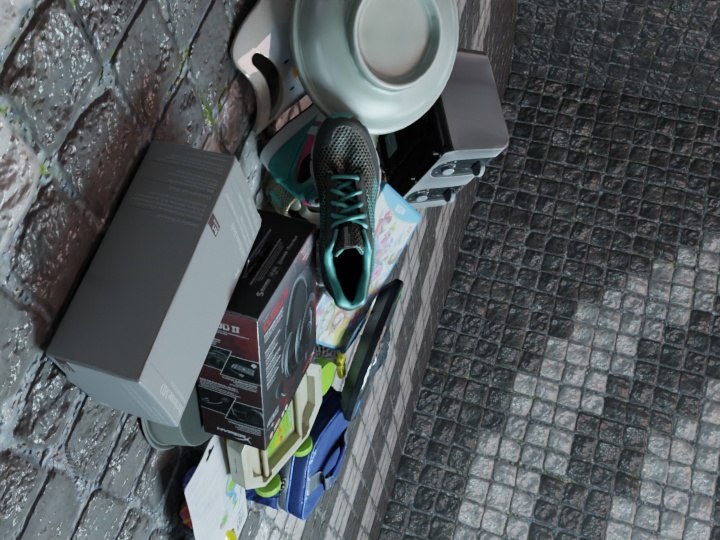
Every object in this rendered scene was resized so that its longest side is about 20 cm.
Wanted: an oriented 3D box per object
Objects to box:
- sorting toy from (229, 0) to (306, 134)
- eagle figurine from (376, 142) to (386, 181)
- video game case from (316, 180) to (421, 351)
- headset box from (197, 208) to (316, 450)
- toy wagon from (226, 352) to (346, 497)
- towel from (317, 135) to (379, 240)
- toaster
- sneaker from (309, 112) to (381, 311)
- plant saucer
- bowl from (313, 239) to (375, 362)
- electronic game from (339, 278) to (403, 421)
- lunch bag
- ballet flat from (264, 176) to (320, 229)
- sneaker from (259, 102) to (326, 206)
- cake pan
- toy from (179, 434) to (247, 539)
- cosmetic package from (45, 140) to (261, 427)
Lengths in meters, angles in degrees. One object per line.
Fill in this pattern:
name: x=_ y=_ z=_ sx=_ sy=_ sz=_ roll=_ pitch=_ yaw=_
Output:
sorting toy: x=-0.066 y=-0.239 z=0.834 sx=0.181 sy=0.106 sz=0.201 roll=-50 pitch=157 yaw=-21
eagle figurine: x=0.044 y=-0.185 z=1.287 sx=0.199 sy=0.150 sz=0.154 roll=-34 pitch=105 yaw=-35
video game case: x=0.000 y=0.000 z=0.963 sx=0.203 sy=0.018 sz=0.143 roll=-61 pitch=155 yaw=1
headset box: x=-0.101 y=0.051 z=0.792 sx=0.150 sy=0.076 sz=0.203 roll=-63 pitch=162 yaw=-48
toy wagon: x=-0.084 y=0.167 z=0.944 sx=0.200 sy=0.039 sz=0.158 roll=-46 pitch=148 yaw=-42
towel: x=-0.021 y=-0.121 z=1.089 sx=0.200 sy=0.036 sz=0.152 roll=-44 pitch=146 yaw=-67
toaster: x=0.103 y=-0.206 z=1.121 sx=0.181 sy=0.116 sz=0.204 roll=137 pitch=-54 yaw=-58
sneaker: x=-0.010 y=-0.052 z=0.793 sx=0.091 sy=0.076 sz=0.204 roll=-110 pitch=-165 yaw=-69
plant saucer: x=0.026 y=-0.237 z=0.788 sx=0.050 sy=0.196 sz=0.205 roll=25 pitch=-74 yaw=58
bowl: x=-0.066 y=0.034 z=1.009 sx=0.201 sy=0.093 sz=0.203 roll=-45 pitch=152 yaw=-32
electronic game: x=0.018 y=0.107 z=1.077 sx=0.200 sy=0.041 sz=0.204 roll=21 pitch=89 yaw=-85
lunch bag: x=-0.086 y=0.242 z=1.095 sx=0.200 sy=0.130 sz=0.139 roll=-49 pitch=150 yaw=-65
ballet flat: x=-0.024 y=-0.072 z=0.969 sx=0.197 sy=0.076 sz=0.068 roll=6 pitch=127 yaw=-39
sneaker: x=-0.007 y=-0.141 z=0.865 sx=0.199 sy=0.122 sz=0.083 roll=-40 pitch=167 yaw=15
cake pan: x=-0.162 y=0.090 z=0.823 sx=0.200 sy=0.036 sz=0.205 roll=13 pitch=89 yaw=-78
toy: x=-0.176 y=0.266 z=0.914 sx=0.116 sy=0.046 sz=0.203 roll=-64 pitch=157 yaw=-49
cosmetic package: x=-0.159 y=0.010 z=0.644 sx=0.107 sy=0.088 sz=0.204 roll=78 pitch=25 yaw=-63
